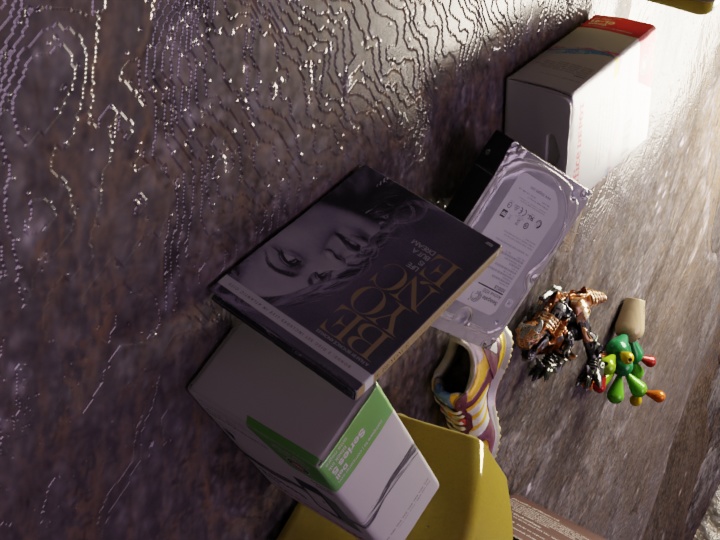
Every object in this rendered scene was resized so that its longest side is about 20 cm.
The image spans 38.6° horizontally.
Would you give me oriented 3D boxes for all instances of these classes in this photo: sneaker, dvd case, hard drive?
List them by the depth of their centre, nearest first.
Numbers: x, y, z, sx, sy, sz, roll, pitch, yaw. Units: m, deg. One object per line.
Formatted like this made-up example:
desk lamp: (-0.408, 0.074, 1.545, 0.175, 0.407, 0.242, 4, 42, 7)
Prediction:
dvd case: (0.000, 0.000, 0.829, 0.200, 0.148, 0.016, -42, 153, -34)
hard drive: (0.135, -0.025, 1.044, 0.139, 0.038, 0.201, 25, 103, -40)
sneaker: (0.113, 0.152, 1.171, 0.090, 0.075, 0.202, -10, 111, -44)

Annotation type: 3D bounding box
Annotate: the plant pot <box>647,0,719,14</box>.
plant pot: (0.298, -0.361, 1.031, 0.176, 0.198, 0.202, 10, 100, -68)

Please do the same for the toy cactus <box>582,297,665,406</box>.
toy cactus: (0.416, 0.127, 1.593, 0.199, 0.102, 0.167, 13, 89, -49)

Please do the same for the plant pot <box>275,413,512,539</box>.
plant pot: (0.054, 0.264, 1.041, 0.201, 0.193, 0.196, -64, 149, -22)

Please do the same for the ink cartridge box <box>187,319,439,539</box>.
ink cartridge box: (-0.033, 0.143, 0.867, 0.084, 0.145, 0.201, -53, 145, -19)

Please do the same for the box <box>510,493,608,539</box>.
box: (0.209, 0.413, 1.372, 0.199, 0.163, 0.167, 12, 98, -58)

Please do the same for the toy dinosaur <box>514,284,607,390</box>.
toy dinosaur: (0.272, 0.076, 1.342, 0.198, 0.102, 0.137, -20, 110, -24)

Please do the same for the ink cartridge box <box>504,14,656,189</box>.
ink cartridge box: (0.245, -0.178, 1.146, 0.200, 0.085, 0.149, -36, 136, -37)
